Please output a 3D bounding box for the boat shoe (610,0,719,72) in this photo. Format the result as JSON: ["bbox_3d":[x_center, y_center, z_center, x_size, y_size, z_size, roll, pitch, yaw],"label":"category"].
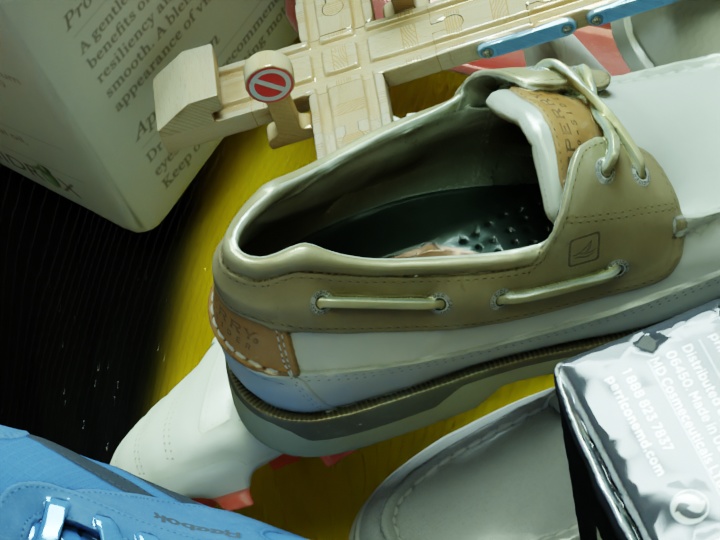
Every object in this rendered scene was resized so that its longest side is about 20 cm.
[{"bbox_3d":[0.168,-0.043,0.837,0.199,0.060,0.074,23,93,18],"label":"boat shoe"}]

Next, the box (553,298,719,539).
[{"bbox_3d":[0.162,0.065,0.721,0.199,0.148,0.105,-22,53,-5],"label":"box"}]

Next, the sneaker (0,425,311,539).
[{"bbox_3d":[-0.049,0.083,0.724,0.078,0.199,0.066,-14,57,56],"label":"sneaker"}]

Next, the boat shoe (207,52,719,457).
[{"bbox_3d":[0.054,-0.018,0.767,0.199,0.069,0.075,-26,50,-12],"label":"boat shoe"}]

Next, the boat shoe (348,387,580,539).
[{"bbox_3d":[0.089,0.044,0.799,0.199,0.069,0.072,-15,53,0],"label":"boat shoe"}]

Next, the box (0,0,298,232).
[{"bbox_3d":[-0.109,-0.163,0.904,0.199,0.172,0.199,26,71,29],"label":"box"}]

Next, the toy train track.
[{"bbox_3d":[0.032,-0.080,0.826,0.199,0.033,0.115,-16,46,7],"label":"toy train track"}]

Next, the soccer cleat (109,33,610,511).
[{"bbox_3d":[0.000,0.000,0.838,0.199,0.069,0.078,-34,97,-20],"label":"soccer cleat"}]

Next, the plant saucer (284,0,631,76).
[{"bbox_3d":[0.091,-0.150,0.870,0.199,0.201,0.037,13,19,4],"label":"plant saucer"}]
